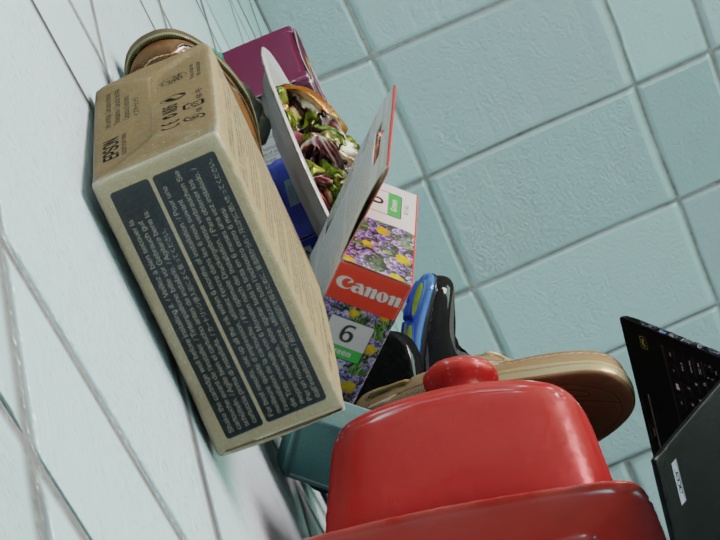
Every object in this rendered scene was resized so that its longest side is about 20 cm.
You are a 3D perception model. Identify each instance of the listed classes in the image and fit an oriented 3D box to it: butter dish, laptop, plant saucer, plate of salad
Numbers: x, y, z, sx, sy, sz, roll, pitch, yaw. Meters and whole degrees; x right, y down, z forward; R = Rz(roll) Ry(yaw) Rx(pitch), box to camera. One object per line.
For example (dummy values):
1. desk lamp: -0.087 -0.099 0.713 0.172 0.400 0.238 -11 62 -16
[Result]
1. butter dish: 0.063 0.118 1.322 0.199 0.200 0.148 61 20 -62
2. laptop: 0.174 0.140 1.322 0.200 0.103 0.177 25 -47 64
3. plant saucer: 0.048 0.127 1.417 0.019 0.200 0.070 -70 177 -47
4. plate of salad: -0.015 -0.061 1.582 0.200 0.048 0.200 -24 90 -86

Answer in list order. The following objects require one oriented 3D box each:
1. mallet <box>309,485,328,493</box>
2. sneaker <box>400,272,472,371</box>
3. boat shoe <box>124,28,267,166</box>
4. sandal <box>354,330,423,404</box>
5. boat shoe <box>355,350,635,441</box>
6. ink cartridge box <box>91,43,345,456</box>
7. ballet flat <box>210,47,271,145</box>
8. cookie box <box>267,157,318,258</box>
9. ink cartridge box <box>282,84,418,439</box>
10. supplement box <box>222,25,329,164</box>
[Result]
1. mallet: 0.036 0.152 1.585 0.200 0.041 0.066 34 21 -23
2. sneaker: 0.079 0.092 1.724 0.071 0.083 0.200 -104 177 -76
3. boat shoe: -0.085 -0.056 1.472 0.068 0.072 0.200 -111 176 -58
4. sandal: 0.028 0.138 1.507 0.045 0.075 0.200 16 67 -55
5. boat shoe: 0.072 0.077 1.422 0.071 0.200 0.065 55 34 -32
6. ink cartridge box: -0.078 -0.016 1.272 0.200 0.075 0.165 -107 174 -72
7. ballet flat: -0.097 -0.104 1.594 0.200 0.070 0.067 44 68 -76
8. cookie box: -0.031 0.040 1.663 0.171 0.075 0.200 -105 172 -69
9. ink cartridge box: 0.000 0.000 1.436 0.109 0.050 0.200 -84 -162 -58
10. supplement box: -0.053 -0.067 1.839 0.131 0.103 0.200 -106 173 -66
